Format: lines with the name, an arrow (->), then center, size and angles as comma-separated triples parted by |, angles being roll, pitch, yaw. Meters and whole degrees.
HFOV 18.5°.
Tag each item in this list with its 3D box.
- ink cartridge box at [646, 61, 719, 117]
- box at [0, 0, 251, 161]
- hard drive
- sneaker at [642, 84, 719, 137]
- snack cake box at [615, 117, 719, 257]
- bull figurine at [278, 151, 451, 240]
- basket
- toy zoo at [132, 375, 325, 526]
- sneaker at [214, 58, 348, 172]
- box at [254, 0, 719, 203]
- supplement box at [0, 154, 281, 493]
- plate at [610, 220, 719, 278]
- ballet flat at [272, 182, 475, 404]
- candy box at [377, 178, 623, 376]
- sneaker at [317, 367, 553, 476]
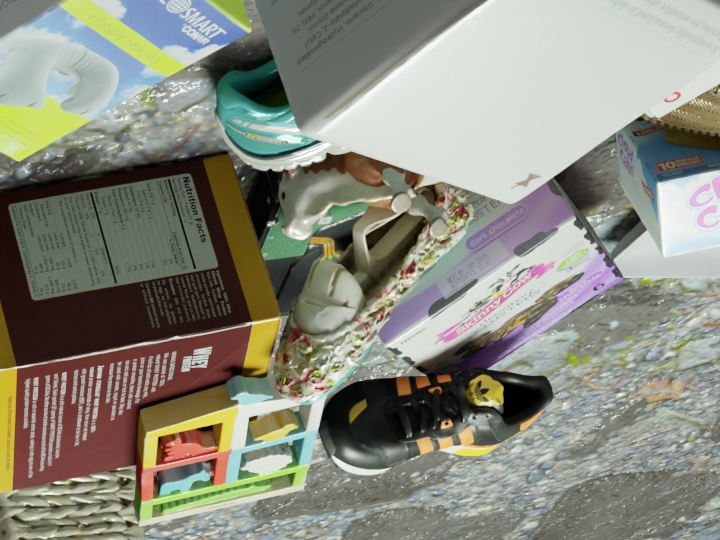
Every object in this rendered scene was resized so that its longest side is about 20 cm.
ink cartridge box -> 0.233, -0.198, 1.400 | 0.200, 0.086, 0.146 | -28, 152, 21
box -> -0.161, -0.144, 1.295 | 0.200, 0.048, 0.122 | -27, 153, 19
hard drive -> -0.019, -0.033, 1.607 | 0.140, 0.038, 0.200 | -8, 152, -21
sneaker -> 0.267, -0.154, 1.542 | 0.200, 0.113, 0.071 | 14, 151, 3
snack cake box -> 0.296, -0.083, 1.599 | 0.200, 0.115, 0.067 | -12, 123, -4
bull figurine -> 0.038, -0.077, 1.459 | 0.200, 0.121, 0.065 | -33, 131, -11
basket -> -0.273, 0.218, 1.823 | 0.135, 0.124, 0.200 | 1, 148, -32
toy zoo -> -0.095, 0.123, 1.574 | 0.131, 0.020, 0.200 | -12, 153, -13
sneaker -> 0.002, -0.125, 1.412 | 0.200, 0.078, 0.080 | -22, 142, 3
box -> 0.071, -0.171, 1.249 | 0.200, 0.172, 0.199 | -35, 150, 29
supplement box -> -0.177, 0.041, 1.537 | 0.200, 0.133, 0.197 | -11, 153, -15
plate -> 0.318, -0.058, 1.780 | 0.199, 0.032, 0.200 | 1, 147, -32
ballet flat -> 0.000, 0.000, 1.502 | 0.200, 0.076, 0.064 | -51, 138, -22
candy box -> 0.094, 0.003, 1.650 | 0.168, 0.072, 0.200 | -34, 160, 7
sneaker -> 0.058, 0.100, 1.633 | 0.200, 0.070, 0.090 | -2, 157, -45
